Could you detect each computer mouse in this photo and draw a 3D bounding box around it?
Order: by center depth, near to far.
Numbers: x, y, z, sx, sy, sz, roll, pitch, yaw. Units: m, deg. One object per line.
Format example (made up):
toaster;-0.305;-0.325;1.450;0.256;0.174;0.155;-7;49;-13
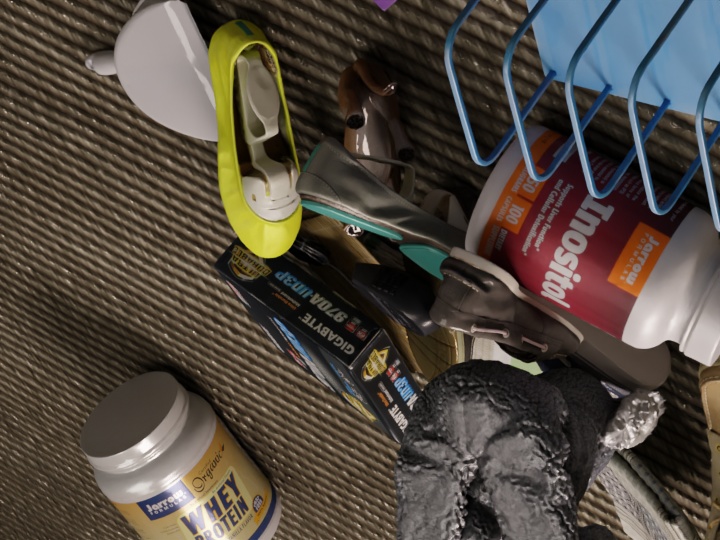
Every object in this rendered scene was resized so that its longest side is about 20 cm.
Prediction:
computer mouse;0.000;0.000;1.820;0.200;0.034;0.059;31;169;42

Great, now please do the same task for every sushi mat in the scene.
sushi mat;0.009;0.019;1.911;0.096;0.012;0.200;-6;133;51

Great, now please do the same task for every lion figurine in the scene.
lion figurine;0.005;-0.103;1.735;0.072;0.123;0.200;2;134;-11

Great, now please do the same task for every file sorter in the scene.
file sorter;0.172;-0.125;1.469;0.200;0.123;0.139;18;146;31

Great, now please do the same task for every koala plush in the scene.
koala plush;0.137;0.133;1.718;0.177;0.200;0.184;2;108;34

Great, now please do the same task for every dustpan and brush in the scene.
dustpan and brush;-0.174;-0.171;1.863;0.200;0.057;0.140;-3;123;40

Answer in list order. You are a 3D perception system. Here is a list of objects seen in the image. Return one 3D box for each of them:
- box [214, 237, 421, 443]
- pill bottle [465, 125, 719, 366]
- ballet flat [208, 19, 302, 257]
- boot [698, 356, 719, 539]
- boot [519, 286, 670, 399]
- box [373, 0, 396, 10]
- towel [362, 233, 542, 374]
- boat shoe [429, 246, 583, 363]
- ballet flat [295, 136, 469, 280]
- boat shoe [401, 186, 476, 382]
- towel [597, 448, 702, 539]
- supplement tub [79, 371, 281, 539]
box;-0.029;0.059;1.922;0.159;0.046;0.200;36;170;24
pill bottle;0.186;-0.015;1.626;0.200;0.113;0.113;28;150;13
ballet flat;-0.080;-0.100;1.771;0.067;0.067;0.200;24;127;61
boot;0.295;0.177;1.739;0.073;0.156;0.200;3;139;30
boot;0.149;0.039;1.785;0.200;0.073;0.090;42;145;-12
box;0.017;-0.269;1.510;0.137;0.039;0.200;42;151;-8
towel;0.083;0.051;1.933;0.200;0.031;0.149;26;152;15
boat shoe;0.103;0.038;1.644;0.067;0.057;0.200;28;176;32
ballet flat;0.041;-0.042;1.673;0.200;0.064;0.067;27;169;-32
boat shoe;0.077;0.018;1.821;0.072;0.066;0.201;38;148;39
towel;0.238;0.202;1.864;0.200;0.035;0.193;51;177;46
supplement tub;-0.190;0.217;2.346;0.144;0.144;0.200;2;137;46
